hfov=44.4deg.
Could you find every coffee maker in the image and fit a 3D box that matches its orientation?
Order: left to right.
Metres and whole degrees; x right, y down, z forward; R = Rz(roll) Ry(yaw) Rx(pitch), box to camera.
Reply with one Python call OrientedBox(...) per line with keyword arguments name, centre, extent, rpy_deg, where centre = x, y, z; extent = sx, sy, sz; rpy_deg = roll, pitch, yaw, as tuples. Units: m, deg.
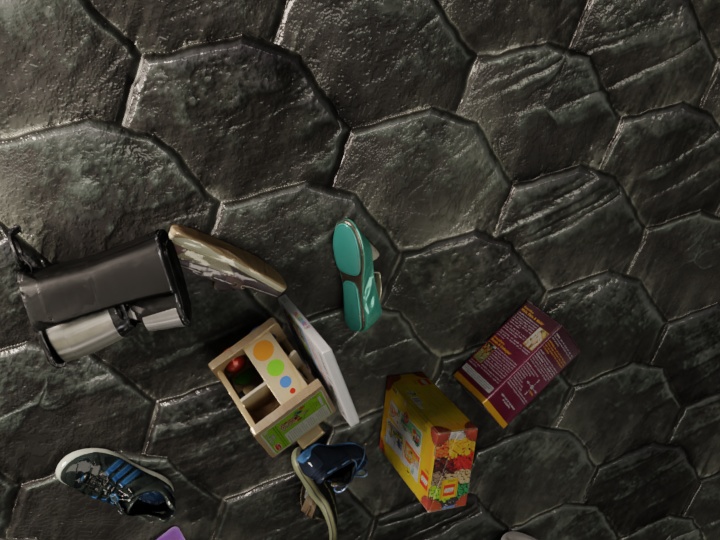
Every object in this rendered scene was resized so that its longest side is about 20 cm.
OrientedBox(name="coffee maker", centre=(-0.347, 0.014, 1.196), extent=(0.197, 0.135, 0.194), rpy_deg=(-19, 123, -4))

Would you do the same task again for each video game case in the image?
OrientedBox(name="video game case", centre=(-0.067, 0.135, 1.364), extent=(0.018, 0.200, 0.145), rpy_deg=(-27, 120, -13))

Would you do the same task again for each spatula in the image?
OrientedBox(name="spatula", centre=(-0.382, 0.500, 1.469), extent=(0.198, 0.021, 0.057), rpy_deg=(-29, 108, -10))

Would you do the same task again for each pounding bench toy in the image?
OrientedBox(name="pounding bench toy", centre=(-0.134, 0.192, 1.398), extent=(0.124, 0.156, 0.201), rpy_deg=(-35, 154, -9))

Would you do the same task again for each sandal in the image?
OrientedBox(name="sandal", centre=(-0.085, 0.391, 1.547), extent=(0.057, 0.080, 0.203), rpy_deg=(-20, 116, 8))

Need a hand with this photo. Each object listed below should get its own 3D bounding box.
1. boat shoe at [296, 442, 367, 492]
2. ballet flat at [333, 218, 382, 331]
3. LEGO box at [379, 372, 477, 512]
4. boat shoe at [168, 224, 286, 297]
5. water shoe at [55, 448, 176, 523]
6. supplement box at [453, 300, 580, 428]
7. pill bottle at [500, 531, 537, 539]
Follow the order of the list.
OrientedBox(name="boat shoe", centre=(-0.042, 0.342, 1.500), extent=(0.084, 0.069, 0.199), rpy_deg=(-48, 153, 17))
OrientedBox(name="ballet flat", centre=(0.000, 0.000, 1.430), extent=(0.070, 0.067, 0.203), rpy_deg=(-30, 124, -40))
OrientedBox(name="LEGO box", centre=(0.111, 0.289, 1.516), extent=(0.076, 0.200, 0.151), rpy_deg=(-4, 113, -23))
OrientedBox(name="boat shoe", centre=(-0.205, -0.002, 1.320), extent=(0.198, 0.072, 0.065), rpy_deg=(26, 104, -28))
OrientedBox(name="water shoe", centre=(-0.372, 0.335, 1.371), extent=(0.198, 0.079, 0.072), rpy_deg=(24, 99, -32))
OrientedBox(name="supplement box", centre=(0.283, 0.169, 1.602), extent=(0.200, 0.110, 0.086), rpy_deg=(-44, 123, -3))
OrientedBox(name="pill bottle", centre=(0.310, 0.654, 1.817), extent=(0.112, 0.113, 0.203), rpy_deg=(10, 106, -29))
